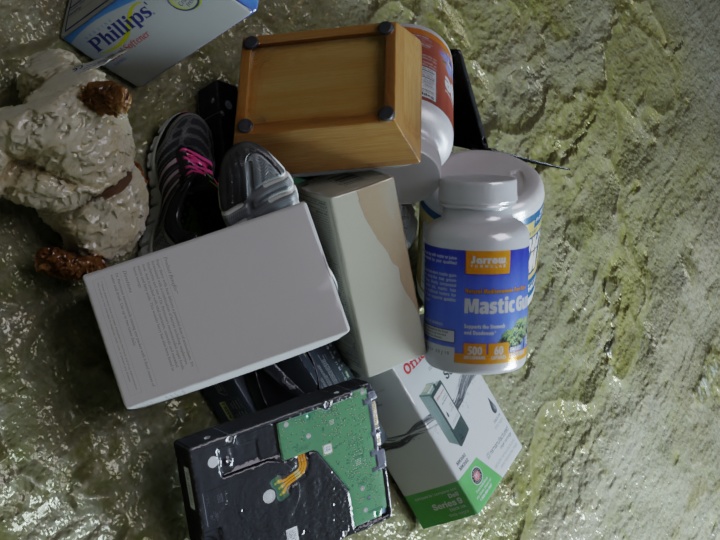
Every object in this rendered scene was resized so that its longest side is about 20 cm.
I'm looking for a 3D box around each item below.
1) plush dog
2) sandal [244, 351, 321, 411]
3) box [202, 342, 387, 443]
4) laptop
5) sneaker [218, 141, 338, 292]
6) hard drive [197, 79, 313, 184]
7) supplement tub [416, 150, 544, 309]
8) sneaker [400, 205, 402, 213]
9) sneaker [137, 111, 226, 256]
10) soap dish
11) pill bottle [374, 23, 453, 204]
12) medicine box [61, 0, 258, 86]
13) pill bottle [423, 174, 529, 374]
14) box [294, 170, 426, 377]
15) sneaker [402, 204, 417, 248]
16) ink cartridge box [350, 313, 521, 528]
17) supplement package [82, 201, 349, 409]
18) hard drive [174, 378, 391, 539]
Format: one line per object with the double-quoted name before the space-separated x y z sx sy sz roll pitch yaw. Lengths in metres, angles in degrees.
"plush dog" -0.242 -0.086 1.040 0.200 0.160 0.172 -64 145 -46
"sandal" -0.080 0.083 1.131 0.076 0.043 0.201 -37 102 -51
"box" -0.069 0.134 1.197 0.200 0.051 0.158 60 37 -11
"laptop" 0.145 -0.207 1.494 0.116 0.187 0.201 -27 112 -21
"sneaker" -0.092 -0.053 1.165 0.116 0.075 0.200 -117 -177 -59
"hard drive" -0.108 -0.095 1.279 0.140 0.038 0.201 11 63 -48
"supplement tub" 0.140 -0.026 1.400 0.145 0.144 0.201 -52 150 -49
"sneaker" -0.019 -0.129 1.363 0.078 0.079 0.201 3 61 -55
"sneaker" -0.163 -0.078 1.160 0.074 0.087 0.200 31 50 -38
"soap dish" -0.038 -0.177 1.215 0.081 0.199 0.158 69 20 -59
"pill bottle" 0.048 -0.174 1.315 0.112 0.112 0.200 38 39 -33
"medicine box" -0.189 -0.316 1.171 0.103 0.182 0.201 31 50 -38
"pill bottle" 0.123 0.001 1.249 0.112 0.112 0.201 -15 108 -53
"box" 0.000 0.000 1.236 0.078 0.095 0.201 -20 112 -23
"sneaker" 0.005 -0.033 1.358 0.099 0.078 0.200 32 47 -31
"ink cartridge box" 0.082 0.165 1.339 0.200 0.084 0.146 59 37 -10
"supplement package" -0.124 0.034 1.038 0.120 0.199 0.122 126 -54 -82
"hard drive" -0.067 0.194 1.085 0.200 0.038 0.140 -17 106 -32
